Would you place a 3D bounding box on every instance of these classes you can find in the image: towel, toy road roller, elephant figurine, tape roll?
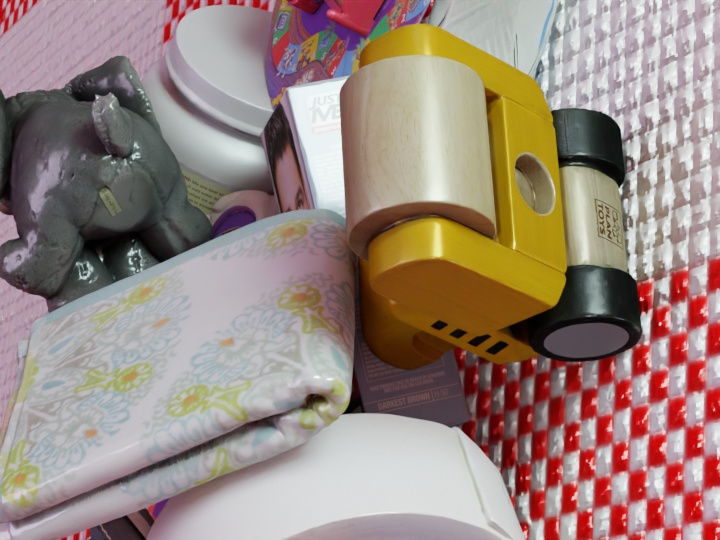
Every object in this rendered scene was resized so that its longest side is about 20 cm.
[{"bbox_3d":[-0.093,0.053,1.099,0.199,0.048,0.172,-23,30,13],"label":"towel"},{"bbox_3d":[0.039,-0.018,1.075,0.146,0.200,0.124,-22,58,35],"label":"toy road roller"},{"bbox_3d":[-0.188,-0.069,1.312,0.155,0.141,0.200,-48,47,11],"label":"elephant figurine"},{"bbox_3d":[-0.010,0.166,1.100,0.203,0.201,0.071,-62,30,32],"label":"tape roll"}]

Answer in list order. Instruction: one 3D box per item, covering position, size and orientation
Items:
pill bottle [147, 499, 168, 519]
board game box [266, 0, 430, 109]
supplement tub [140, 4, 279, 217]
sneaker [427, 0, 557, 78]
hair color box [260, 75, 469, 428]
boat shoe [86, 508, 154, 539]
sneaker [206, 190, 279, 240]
[{"bbox_3d":[-0.053,0.176,1.288,0.200,0.112,0.113,35,112,63],"label":"pill bottle"},{"bbox_3d":[-0.016,-0.179,1.252,0.200,0.039,0.159,-25,51,53],"label":"board game box"},{"bbox_3d":[-0.089,-0.055,1.401,0.145,0.144,0.201,-111,35,-48],"label":"supplement tub"},{"bbox_3d":[0.081,-0.160,1.196,0.073,0.072,0.201,-79,12,-78],"label":"sneaker"},{"bbox_3d":[0.000,0.000,1.216,0.099,0.060,0.201,134,124,-73],"label":"hair color box"},{"bbox_3d":[-0.123,0.179,1.169,0.073,0.062,0.200,52,166,40],"label":"boat shoe"},{"bbox_3d":[-0.093,0.043,1.330,0.084,0.080,0.201,-86,14,-53],"label":"sneaker"}]
